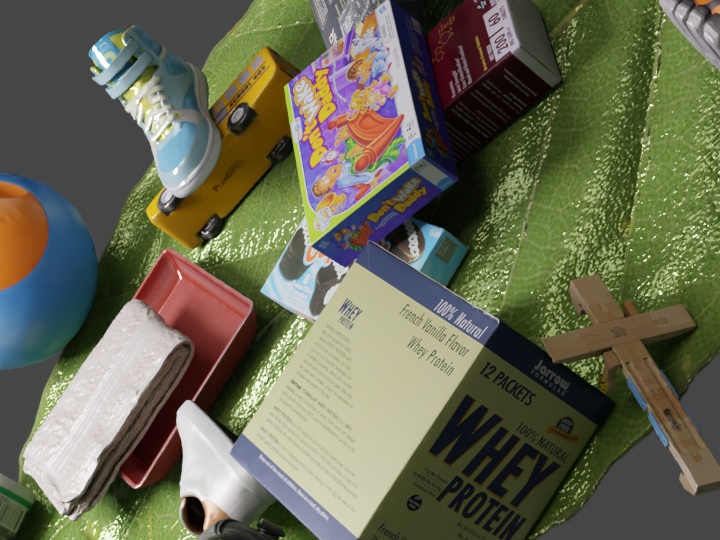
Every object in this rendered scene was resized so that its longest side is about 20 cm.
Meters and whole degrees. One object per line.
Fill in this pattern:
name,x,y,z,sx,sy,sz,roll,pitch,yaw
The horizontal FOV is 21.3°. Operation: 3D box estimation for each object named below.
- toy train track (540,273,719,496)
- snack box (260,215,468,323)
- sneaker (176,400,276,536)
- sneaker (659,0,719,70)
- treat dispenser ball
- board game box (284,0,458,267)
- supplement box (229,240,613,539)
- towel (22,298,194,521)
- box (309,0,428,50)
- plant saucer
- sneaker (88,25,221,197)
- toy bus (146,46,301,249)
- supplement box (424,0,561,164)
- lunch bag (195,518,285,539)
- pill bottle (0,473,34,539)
toy train track,0.198,0.083,1.341,0.033,0.114,0.201,95,156,-44
snack box,0.000,0.000,1.663,0.199,0.037,0.117,23,80,55
sneaker,-0.134,0.173,1.632,0.085,0.073,0.200,-51,22,0
sneaker,0.315,-0.191,1.416,0.112,0.077,0.200,-50,45,1
treat dispenser ball,-0.370,0.001,1.969,0.200,0.200,0.202,-31,41,32
board game box,0.006,-0.120,1.644,0.134,0.045,0.201,-38,41,26
supplement box,0.041,0.118,1.429,0.201,0.134,0.200,-57,34,-1
towel,-0.240,0.127,1.792,0.201,0.034,0.132,-56,35,-1
box,0.001,-0.293,1.801,0.161,0.043,0.201,-62,37,44
plant saucer,-0.185,0.095,1.813,0.201,0.037,0.199,-58,34,-2
sneaker,-0.207,-0.160,1.851,0.079,0.130,0.201,-42,34,17
toy bus,-0.131,-0.120,1.897,0.200,0.065,0.078,-48,35,12
supplement box,0.075,-0.154,1.678,0.200,0.061,0.109,-39,38,25
lunch bag,-0.120,0.296,1.479,0.201,0.139,0.168,-52,13,4
pill bottle,-0.408,0.285,1.860,0.113,0.113,0.201,6,66,52
